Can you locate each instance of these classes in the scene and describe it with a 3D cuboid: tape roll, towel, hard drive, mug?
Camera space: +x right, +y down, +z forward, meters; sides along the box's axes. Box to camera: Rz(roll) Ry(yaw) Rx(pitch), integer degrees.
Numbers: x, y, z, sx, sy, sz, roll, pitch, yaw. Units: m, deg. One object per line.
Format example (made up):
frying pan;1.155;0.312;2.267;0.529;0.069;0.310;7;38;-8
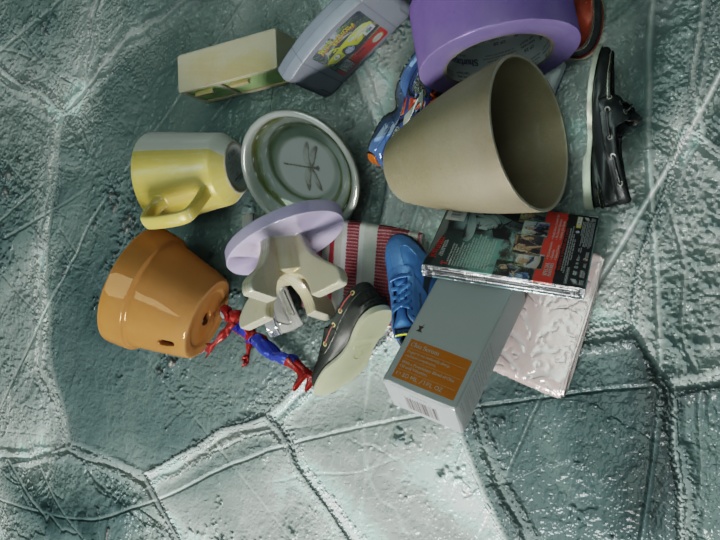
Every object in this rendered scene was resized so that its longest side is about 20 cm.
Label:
tape roll;0.162;-0.295;0.909;0.198;0.199;0.086;-12;81;27
towel;0.000;0.000;1.099;0.198;0.023;0.146;10;104;28
towel;0.206;0.044;0.992;0.198;0.032;0.193;21;98;30
hard drive;0.183;-0.203;1.020;0.131;0.025;0.202;25;99;27
mug;-0.265;-0.140;1.201;0.151;0.149;0.189;-5;73;20

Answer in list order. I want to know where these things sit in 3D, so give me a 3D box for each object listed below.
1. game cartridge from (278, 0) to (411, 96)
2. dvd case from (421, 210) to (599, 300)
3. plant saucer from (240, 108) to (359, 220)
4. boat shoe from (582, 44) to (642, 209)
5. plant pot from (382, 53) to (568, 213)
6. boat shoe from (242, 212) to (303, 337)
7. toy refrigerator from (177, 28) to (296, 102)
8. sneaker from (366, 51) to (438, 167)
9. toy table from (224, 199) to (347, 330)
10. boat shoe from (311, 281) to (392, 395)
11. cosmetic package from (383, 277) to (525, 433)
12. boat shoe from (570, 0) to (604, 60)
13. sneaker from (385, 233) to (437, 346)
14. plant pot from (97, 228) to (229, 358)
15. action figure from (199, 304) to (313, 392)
game cartridge;-0.023;-0.339;1.079;0.200;0.133;0.041;-41;69;21
dvd case;0.191;-0.031;0.938;0.197;0.147;0.022;9;132;18
plant saucer;-0.085;-0.154;1.125;0.198;0.050;0.202;13;126;19
boat shoe;0.314;-0.176;0.920;0.065;0.074;0.202;4;90;26
plant pot;0.131;-0.149;0.945;0.198;0.186;0.190;-11;82;42
boat shoe;-0.135;0.000;1.171;0.069;0.071;0.202;-16;75;-1
toy refrigerator;-0.196;-0.326;1.207;0.198;0.076;0.071;-5;86;28
sneaker;0.086;-0.230;1.057;0.078;0.075;0.202;32;111;17
toy table;-0.103;-0.002;1.049;0.199;0.182;0.119;-33;59;37
boat shoe;-0.021;0.104;1.085;0.063;0.073;0.202;56;131;34
cosmetic package;0.121;0.085;0.925;0.100;0.072;0.201;17;62;27
boat shoe;0.272;-0.376;0.959;0.070;0.062;0.203;-3;87;26
sneaker;0.070;0.046;1.007;0.065;0.078;0.203;-20;81;34
plant pot;-0.304;0.049;1.194;0.139;0.200;0.202;23;99;11
action figure;-0.170;0.136;1.175;0.200;0.065;0.099;41;94;24
